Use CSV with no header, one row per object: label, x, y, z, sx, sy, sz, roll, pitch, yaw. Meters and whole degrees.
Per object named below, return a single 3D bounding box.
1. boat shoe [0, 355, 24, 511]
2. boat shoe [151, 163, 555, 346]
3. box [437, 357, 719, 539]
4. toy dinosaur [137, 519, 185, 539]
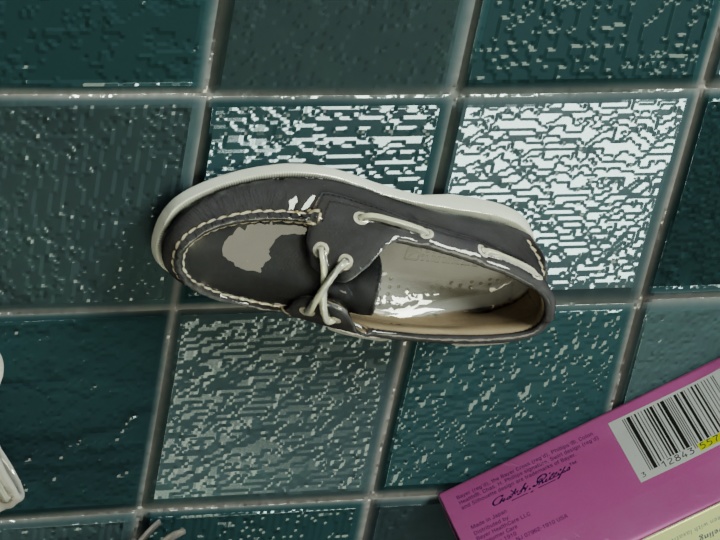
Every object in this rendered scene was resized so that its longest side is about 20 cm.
boat shoe,-0.197,0.048,1.389,0.065,0.072,0.201,-20,131,-11
boat shoe,0.000,0.000,1.431,0.199,0.060,0.074,8,124,-26
box,0.162,0.173,1.602,0.175,0.097,0.201,-26,130,0
toy dinosaur,-0.144,0.218,1.483,0.181,0.200,0.106,9,124,28
